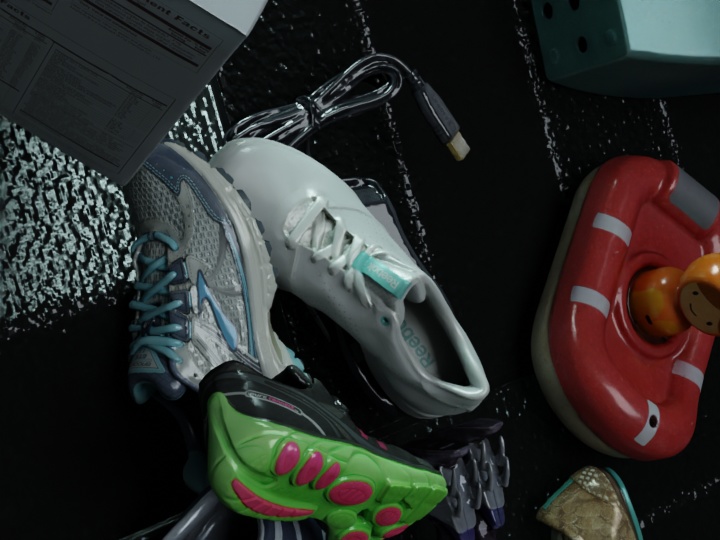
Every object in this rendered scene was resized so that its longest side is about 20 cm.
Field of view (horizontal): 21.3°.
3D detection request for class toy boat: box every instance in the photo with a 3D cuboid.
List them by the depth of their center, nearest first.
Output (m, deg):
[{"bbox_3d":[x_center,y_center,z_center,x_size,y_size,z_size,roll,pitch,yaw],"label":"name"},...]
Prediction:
[{"bbox_3d":[0.197,0.022,1.219,0.130,0.130,0.202,33,64,-30],"label":"toy boat"}]

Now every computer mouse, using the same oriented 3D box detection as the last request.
[{"bbox_3d":[0.015,-0.024,1.125,0.140,0.046,0.201,-35,97,-17],"label":"computer mouse"}]

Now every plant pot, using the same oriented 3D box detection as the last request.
[{"bbox_3d":[0.216,-0.189,1.266,0.198,0.141,0.143,-11,90,-32],"label":"plant pot"}]

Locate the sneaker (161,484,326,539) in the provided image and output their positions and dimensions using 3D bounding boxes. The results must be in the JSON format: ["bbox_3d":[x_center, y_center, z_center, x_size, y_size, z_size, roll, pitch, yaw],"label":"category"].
[{"bbox_3d":[-0.064,0.206,0.998,0.108,0.069,0.202,43,48,-57],"label":"sneaker"}]

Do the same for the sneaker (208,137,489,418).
[{"bbox_3d":[0.000,0.000,1.048,0.200,0.088,0.075,44,78,-10],"label":"sneaker"}]

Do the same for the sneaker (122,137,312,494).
[{"bbox_3d":[-0.089,0.028,1.025,0.086,0.077,0.202,-29,101,-34],"label":"sneaker"}]

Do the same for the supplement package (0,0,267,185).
[{"bbox_3d":[-0.119,-0.169,0.928,0.150,0.200,0.153,31,64,-11],"label":"supplement package"}]

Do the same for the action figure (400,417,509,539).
[{"bbox_3d":[0.070,0.194,1.133,0.130,0.069,0.202,-18,99,-48],"label":"action figure"}]

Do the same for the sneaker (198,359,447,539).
[{"bbox_3d":[-0.017,0.092,0.995,0.200,0.076,0.084,38,24,-57],"label":"sneaker"}]

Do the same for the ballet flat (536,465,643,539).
[{"bbox_3d":[0.163,0.222,1.216,0.065,0.070,0.202,-25,97,-11],"label":"ballet flat"}]
